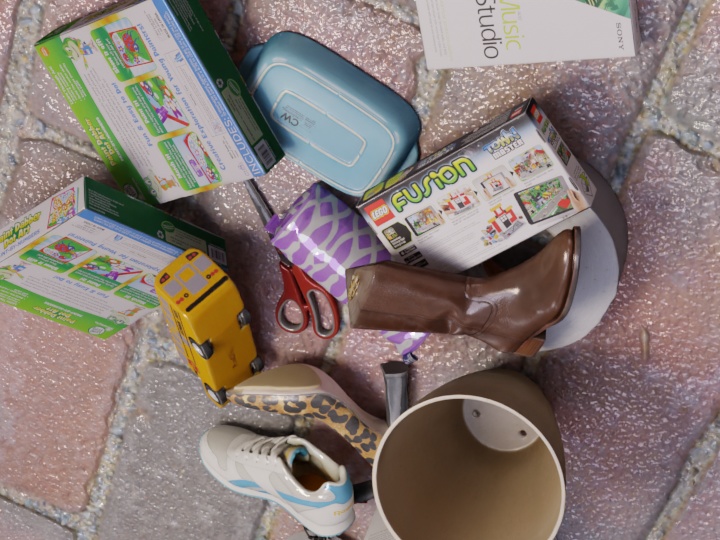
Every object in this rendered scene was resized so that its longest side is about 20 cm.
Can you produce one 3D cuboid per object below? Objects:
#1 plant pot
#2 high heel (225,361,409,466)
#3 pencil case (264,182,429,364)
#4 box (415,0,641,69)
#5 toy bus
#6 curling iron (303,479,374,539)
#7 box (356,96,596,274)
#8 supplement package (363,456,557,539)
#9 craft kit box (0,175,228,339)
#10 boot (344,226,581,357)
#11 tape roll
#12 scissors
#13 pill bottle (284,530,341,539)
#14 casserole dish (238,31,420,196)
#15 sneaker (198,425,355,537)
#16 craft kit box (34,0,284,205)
[{"bbox_3d":[0.127,0.176,1.617,0.186,0.200,0.189,5,108,15],"label":"plant pot"},{"bbox_3d":[-0.042,0.173,1.739,0.198,0.072,0.144,-3,116,-3],"label":"high heel"},{"bbox_3d":[0.000,0.000,1.639,0.200,0.084,0.085,42,157,-8],"label":"pencil case"},{"bbox_3d":[0.145,-0.257,1.455,0.198,0.036,0.145,-2,120,19],"label":"box"},{"bbox_3d":[-0.157,0.065,1.696,0.078,0.065,0.200,41,161,24],"label":"toy bus"},{"bbox_3d":[-0.003,0.257,1.793,0.200,0.025,0.050,-37,61,46],"label":"curling iron"},{"bbox_3d":[0.106,-0.067,1.506,0.199,0.035,0.110,-27,108,30],"label":"box"},{"bbox_3d":[0.100,0.320,1.723,0.151,0.200,0.151,-23,112,28],"label":"supplement package"},{"bbox_3d":[-0.274,-0.008,1.677,0.197,0.049,0.199,-30,144,30],"label":"craft kit box"},{"bbox_3d":[0.090,0.009,1.497,0.198,0.065,0.187,13,138,-8],"label":"boot"},{"bbox_3d":[0.157,-0.022,1.577,0.199,0.066,0.202,9,122,14],"label":"tape roll"},{"bbox_3d":[-0.070,-0.015,1.692,0.073,0.014,0.201,0,119,22],"label":"scissors"},{"bbox_3d":[-0.066,0.406,1.888,0.109,0.110,0.201,17,125,8],"label":"pill bottle"},{"bbox_3d":[-0.036,-0.146,1.583,0.199,0.039,0.121,33,124,-2],"label":"casserole dish"},{"bbox_3d":[-0.090,0.211,1.778,0.199,0.077,0.081,23,135,24],"label":"sneaker"},{"bbox_3d":[-0.198,-0.167,1.589,0.197,0.049,0.201,-12,116,38],"label":"craft kit box"}]
